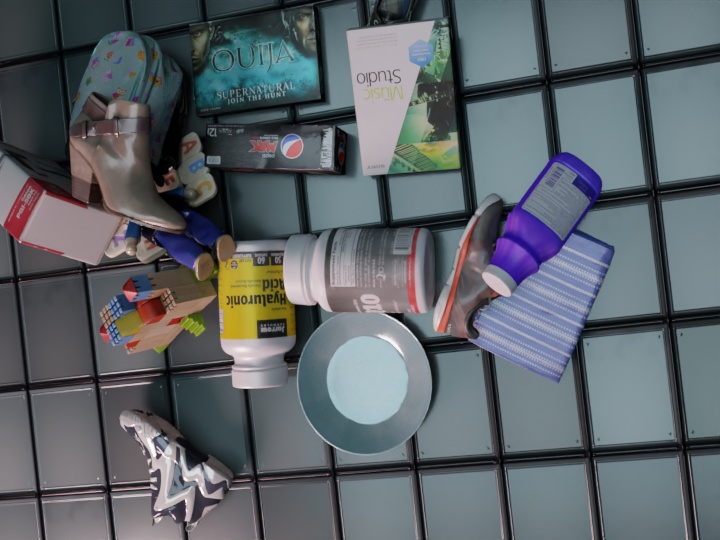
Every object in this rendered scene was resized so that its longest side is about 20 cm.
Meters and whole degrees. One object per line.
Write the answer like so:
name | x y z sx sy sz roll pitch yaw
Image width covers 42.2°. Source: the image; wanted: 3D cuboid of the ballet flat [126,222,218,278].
ballet flat | -0.276 -0.052 1.380 0.197 0.064 0.077 26 97 13

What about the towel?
towel | 0.246 0.032 1.278 0.142 0.024 0.204 24 98 11

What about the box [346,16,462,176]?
box | 0.062 -0.236 1.280 0.141 0.036 0.205 -3 109 14

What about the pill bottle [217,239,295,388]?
pill bottle | -0.146 0.060 1.325 0.109 0.111 0.205 -3 91 13

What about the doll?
doll | -0.269 -0.062 1.291 0.198 0.049 0.136 33 62 30

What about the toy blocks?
toy blocks | -0.299 0.060 1.312 0.200 0.135 0.101 -41 71 39

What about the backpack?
backpack | -0.334 -0.237 1.346 0.164 0.126 0.204 14 80 23

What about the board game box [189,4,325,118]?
board game box | -0.152 -0.304 1.363 0.195 0.028 0.139 -5 90 14

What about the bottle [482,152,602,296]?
bottle | 0.234 -0.058 1.220 0.083 0.065 0.201 36 76 5

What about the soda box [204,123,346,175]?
soda box | -0.121 -0.173 1.335 0.195 0.071 0.065 4 91 13

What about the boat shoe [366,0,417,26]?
boat shoe | 0.039 -0.349 1.301 0.067 0.057 0.204 20 95 12

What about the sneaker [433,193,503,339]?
sneaker | 0.166 -0.001 1.265 0.080 0.077 0.204 21 98 13

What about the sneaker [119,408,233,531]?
sneaker | -0.298 0.305 1.381 0.197 0.079 0.131 33 89 1

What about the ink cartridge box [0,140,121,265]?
ink cartridge box | -0.466 -0.104 1.350 0.199 0.146 0.084 35 97 34

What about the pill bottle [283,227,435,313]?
pill bottle | 0.000 0.000 1.287 0.195 0.114 0.117 0 91 14

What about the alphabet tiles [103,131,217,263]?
alphabet tiles | -0.306 -0.113 1.368 0.193 0.015 0.203 -28 61 7

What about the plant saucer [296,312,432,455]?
plant saucer | 0.008 0.157 1.326 0.196 0.039 0.206 0 92 14

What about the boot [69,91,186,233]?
boot | -0.303 -0.148 1.234 0.196 0.070 0.149 19 98 12
